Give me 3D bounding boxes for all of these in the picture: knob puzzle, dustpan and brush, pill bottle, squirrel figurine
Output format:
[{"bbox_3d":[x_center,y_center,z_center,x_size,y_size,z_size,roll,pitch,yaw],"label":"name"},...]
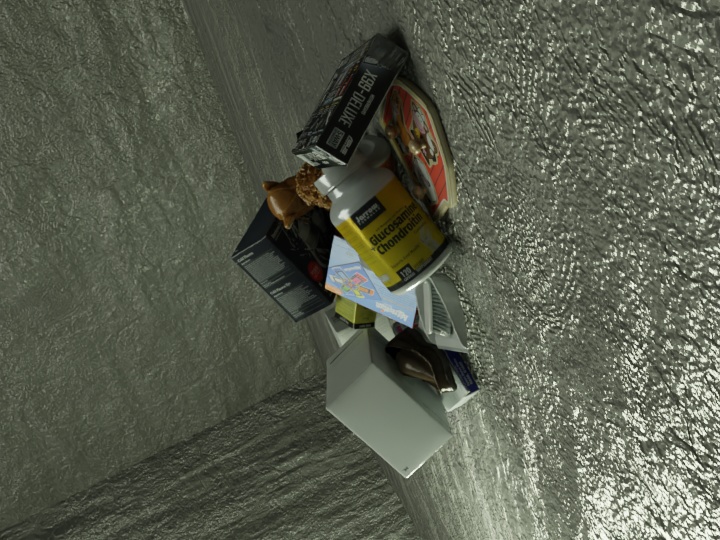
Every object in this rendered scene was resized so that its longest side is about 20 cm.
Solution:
[{"bbox_3d":[0.069,-0.167,1.014,0.221,0.030,0.220,62,169,21],"label":"knob puzzle"},{"bbox_3d":[0.107,0.026,1.177,0.139,0.057,0.202,171,94,-75],"label":"dustpan and brush"},{"bbox_3d":[0.015,-0.102,1.214,0.112,0.112,0.201,51,163,54],"label":"pill bottle"},{"bbox_3d":[-0.075,-0.156,1.325,0.142,0.186,0.200,65,171,2],"label":"squirrel figurine"},{"bbox_3d":[0.028,-0.072,1.082,0.200,0.112,0.112,49,171,-7],"label":"pill bottle"}]

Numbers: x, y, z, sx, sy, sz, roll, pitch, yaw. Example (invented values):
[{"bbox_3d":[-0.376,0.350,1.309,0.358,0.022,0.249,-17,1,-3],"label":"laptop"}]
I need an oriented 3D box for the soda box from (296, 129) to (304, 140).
[{"bbox_3d":[-0.053,-0.183,1.482,0.201,0.070,0.063,64,175,7],"label":"soda box"}]

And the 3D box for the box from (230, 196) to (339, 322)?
[{"bbox_3d":[-0.120,-0.042,1.462,0.182,0.104,0.201,45,-142,-21],"label":"box"}]

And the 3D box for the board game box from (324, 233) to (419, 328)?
[{"bbox_3d":[0.025,0.016,1.313,0.199,0.019,0.104,23,110,34],"label":"board game box"}]

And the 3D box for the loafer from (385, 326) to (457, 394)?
[{"bbox_3d":[0.099,0.161,1.295,0.073,0.071,0.200,68,168,-20],"label":"loafer"}]

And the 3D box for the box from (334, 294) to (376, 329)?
[{"bbox_3d":[0.000,0.000,1.387,0.075,0.050,0.202,27,115,54],"label":"box"}]

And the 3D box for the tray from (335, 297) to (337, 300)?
[{"bbox_3d":[-0.040,-0.019,1.724,0.037,0.098,0.201,-27,89,51],"label":"tray"}]

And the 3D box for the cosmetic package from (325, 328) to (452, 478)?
[{"bbox_3d":[0.046,0.229,1.391,0.199,0.123,0.200,43,-168,-14],"label":"cosmetic package"}]

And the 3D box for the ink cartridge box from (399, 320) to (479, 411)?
[{"bbox_3d":[0.139,0.140,1.353,0.201,0.040,0.200,62,168,15],"label":"ink cartridge box"}]

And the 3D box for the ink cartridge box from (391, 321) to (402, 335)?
[{"bbox_3d":[0.121,0.205,1.602,0.119,0.042,0.201,98,149,-75],"label":"ink cartridge box"}]

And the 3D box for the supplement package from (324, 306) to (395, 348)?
[{"bbox_3d":[0.020,0.165,1.596,0.201,0.109,0.114,67,173,-23],"label":"supplement package"}]

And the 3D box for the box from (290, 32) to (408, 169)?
[{"bbox_3d":[-0.021,-0.216,1.014,0.050,0.158,0.200,29,178,-15],"label":"box"}]
